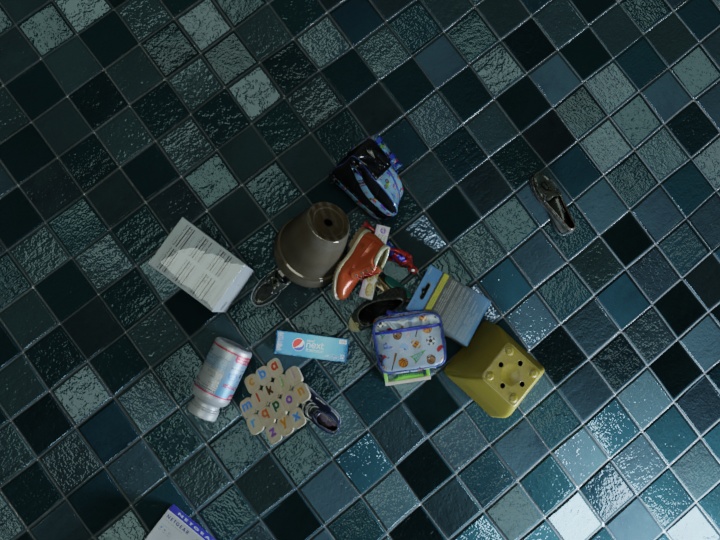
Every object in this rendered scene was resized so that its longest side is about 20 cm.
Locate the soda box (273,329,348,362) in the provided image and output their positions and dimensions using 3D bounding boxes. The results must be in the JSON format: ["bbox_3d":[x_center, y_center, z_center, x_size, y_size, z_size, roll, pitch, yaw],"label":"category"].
[{"bbox_3d":[-0.133,0.205,1.535,0.196,0.068,0.065,8,84,-3],"label":"soda box"}]

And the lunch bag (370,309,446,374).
[{"bbox_3d":[0.123,0.182,1.488,0.196,0.076,0.163,-8,98,3],"label":"lunch bag"}]

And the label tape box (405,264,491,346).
[{"bbox_3d":[0.240,0.098,1.568,0.198,0.063,0.146,31,85,1],"label":"label tape box"}]

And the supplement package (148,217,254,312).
[{"bbox_3d":[-0.407,-0.007,1.474,0.199,0.191,0.148,36,83,1],"label":"supplement package"}]

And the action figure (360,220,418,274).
[{"bbox_3d":[0.079,-0.056,1.573,0.199,0.066,0.052,35,60,1],"label":"action figure"}]

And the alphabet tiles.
[{"bbox_3d":[-0.228,0.347,1.507,0.199,0.015,0.197,-34,69,10],"label":"alphabet tiles"}]

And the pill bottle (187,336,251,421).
[{"bbox_3d":[-0.376,0.287,1.493,0.107,0.109,0.203,25,85,-1],"label":"pill bottle"}]

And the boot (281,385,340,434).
[{"bbox_3d":[-0.134,0.361,1.510,0.198,0.090,0.073,33,84,0],"label":"boot"}]

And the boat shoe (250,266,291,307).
[{"bbox_3d":[-0.225,0.022,1.550,0.200,0.057,0.069,-43,89,-6],"label":"boat shoe"}]

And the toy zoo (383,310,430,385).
[{"bbox_3d":[0.114,0.208,1.540,0.129,0.020,0.204,-9,100,5],"label":"toy zoo"}]

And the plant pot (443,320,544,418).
[{"bbox_3d":[0.370,0.268,1.495,0.195,0.200,0.195,42,84,0],"label":"plant pot"}]

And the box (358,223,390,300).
[{"bbox_3d":[0.037,-0.021,1.516,0.041,0.039,0.204,15,87,1],"label":"box"}]

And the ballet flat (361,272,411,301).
[{"bbox_3d":[0.052,0.034,1.572,0.199,0.070,0.066,40,111,3],"label":"ballet flat"}]

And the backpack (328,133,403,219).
[{"bbox_3d":[0.038,-0.243,1.533,0.200,0.182,0.135,47,67,-12],"label":"backpack"}]

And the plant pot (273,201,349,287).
[{"bbox_3d":[-0.112,-0.082,1.470,0.197,0.174,0.203,11,60,-20],"label":"plant pot"}]

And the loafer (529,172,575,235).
[{"bbox_3d":[0.557,-0.197,1.613,0.071,0.063,0.202,-29,88,-6],"label":"loafer"}]

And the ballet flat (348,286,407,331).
[{"bbox_3d":[0.041,0.107,1.531,0.199,0.057,0.067,-36,99,22],"label":"ballet flat"}]

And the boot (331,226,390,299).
[{"bbox_3d":[0.000,0.000,1.464,0.106,0.075,0.202,32,100,26],"label":"boot"}]

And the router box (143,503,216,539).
[{"bbox_3d":[-0.481,0.753,1.477,0.199,0.049,0.180,38,84,0],"label":"router box"}]
